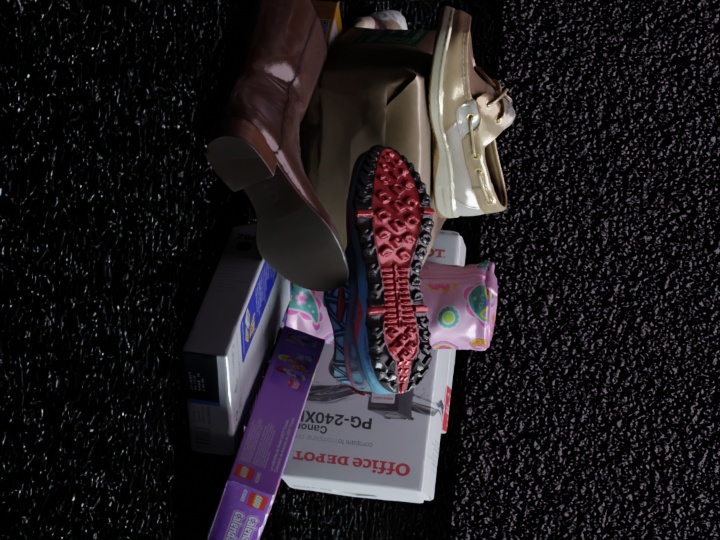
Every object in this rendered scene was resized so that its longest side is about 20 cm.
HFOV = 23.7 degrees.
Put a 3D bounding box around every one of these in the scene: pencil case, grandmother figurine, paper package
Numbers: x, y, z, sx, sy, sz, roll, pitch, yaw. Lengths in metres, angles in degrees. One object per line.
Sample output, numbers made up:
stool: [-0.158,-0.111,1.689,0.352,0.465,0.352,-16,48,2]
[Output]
pencil case: [0.023,0.026,1.548,0.087,0.199,0.088,5,90,-86]
grandmother figurine: [0.012,-0.212,1.793,0.200,0.060,0.122,-68,170,-53]
paper package: [0.018,-0.105,1.496,0.200,0.103,0.191,-58,151,-68]

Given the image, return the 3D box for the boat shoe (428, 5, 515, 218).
boat shoe: [0.095,-0.131,1.434,0.074,0.069,0.201,-75,165,-47]

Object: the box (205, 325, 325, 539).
box: [-0.081,0.155,1.338,0.200,0.039,0.137,-72,-178,-56]

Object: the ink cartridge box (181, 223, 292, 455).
ink cartridge box: [-0.093,0.040,1.326,0.200,0.039,0.100,-71,163,-53]

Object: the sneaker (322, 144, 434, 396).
sneaker: [0.000,0.000,1.370,0.079,0.095,0.201,10,76,-38]

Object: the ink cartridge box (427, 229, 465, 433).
ink cartridge box: [0.026,0.058,1.746,0.084,0.144,0.201,46,50,-80]

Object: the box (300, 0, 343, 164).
box: [-0.048,-0.125,1.517,0.119,0.041,0.201,81,19,-56]

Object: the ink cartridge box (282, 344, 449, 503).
ink cartridge box: [0.006,0.114,1.649,0.083,0.145,0.201,61,35,-76]

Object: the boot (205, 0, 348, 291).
boot: [-0.048,-0.110,1.337,0.201,0.064,0.187,-81,151,-43]
